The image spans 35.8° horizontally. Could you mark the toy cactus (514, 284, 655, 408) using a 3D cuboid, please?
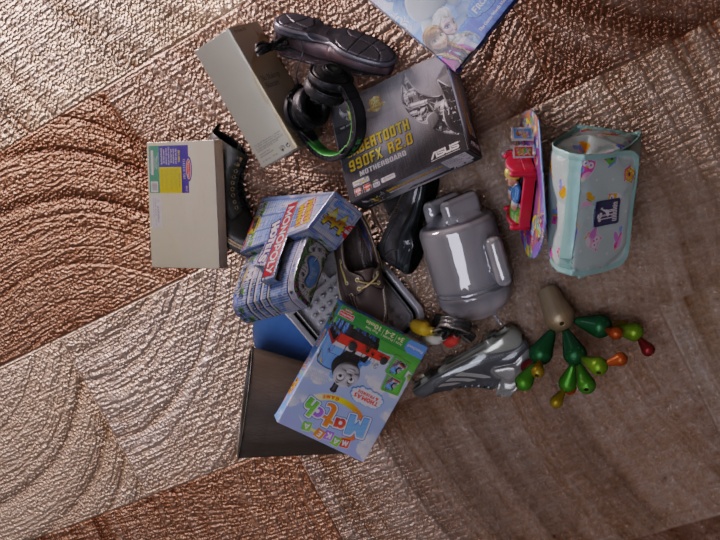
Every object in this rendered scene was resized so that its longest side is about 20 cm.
[{"bbox_3d":[0.309,0.100,1.616,0.200,0.102,0.165,-28,71,22],"label":"toy cactus"}]

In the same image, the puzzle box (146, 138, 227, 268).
[{"bbox_3d":[-0.270,-0.103,1.738,0.133,0.025,0.200,2,97,29],"label":"puzzle box"}]

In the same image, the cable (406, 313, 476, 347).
[{"bbox_3d":[0.133,0.094,1.615,0.097,0.200,0.050,23,88,-9],"label":"cable"}]

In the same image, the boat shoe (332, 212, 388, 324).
[{"bbox_3d":[0.000,0.000,1.673,0.072,0.060,0.200,-13,86,-13],"label":"boat shoe"}]

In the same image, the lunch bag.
[{"bbox_3d":[0.305,-0.095,1.484,0.122,0.200,0.171,9,110,19],"label":"lunch bag"}]

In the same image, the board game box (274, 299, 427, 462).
[{"bbox_3d":[-0.014,0.165,1.653,0.151,0.037,0.200,27,96,-16],"label":"board game box"}]

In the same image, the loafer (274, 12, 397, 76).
[{"bbox_3d":[-0.037,-0.318,1.627,0.200,0.072,0.063,24,133,20],"label":"loafer"}]

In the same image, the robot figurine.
[{"bbox_3d":[0.154,-0.013,1.619,0.170,0.113,0.200,6,115,59],"label":"robot figurine"}]

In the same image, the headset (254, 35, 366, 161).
[{"bbox_3d":[-0.072,-0.247,1.586,0.123,0.094,0.200,-41,75,45],"label":"headset"}]

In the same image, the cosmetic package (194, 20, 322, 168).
[{"bbox_3d":[-0.150,-0.263,1.662,0.073,0.104,0.200,-26,98,26],"label":"cosmetic package"}]

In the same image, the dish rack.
[{"bbox_3d":[-0.019,0.055,1.715,0.172,0.044,0.200,-40,90,-12],"label":"dish rack"}]

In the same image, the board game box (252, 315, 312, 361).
[{"bbox_3d":[-0.071,0.102,1.790,0.200,0.039,0.158,34,119,-3],"label":"board game box"}]

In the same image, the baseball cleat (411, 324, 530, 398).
[{"bbox_3d":[0.175,0.164,1.697,0.200,0.070,0.106,-34,93,28],"label":"baseball cleat"}]

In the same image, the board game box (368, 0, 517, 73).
[{"bbox_3d":[0.119,-0.408,1.514,0.199,0.043,0.200,40,102,5],"label":"board game box"}]

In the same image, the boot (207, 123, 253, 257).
[{"bbox_3d":[-0.191,-0.119,1.747,0.200,0.077,0.138,37,112,5],"label":"boot"}]

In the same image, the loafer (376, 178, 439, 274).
[{"bbox_3d":[0.066,-0.094,1.653,0.072,0.073,0.200,21,113,19],"label":"loafer"}]

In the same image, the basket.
[{"bbox_3d":[-0.083,0.215,1.738,0.200,0.181,0.136,7,151,-8],"label":"basket"}]

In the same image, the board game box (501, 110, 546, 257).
[{"bbox_3d":[0.213,-0.116,1.517,0.039,0.158,0.200,-2,82,-4],"label":"board game box"}]

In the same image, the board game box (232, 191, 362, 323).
[{"bbox_3d":[-0.096,-0.035,1.634,0.062,0.200,0.200,36,146,-29],"label":"board game box"}]

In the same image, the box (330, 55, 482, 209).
[{"bbox_3d":[0.062,-0.197,1.591,0.200,0.048,0.159,-22,69,27],"label":"box"}]
